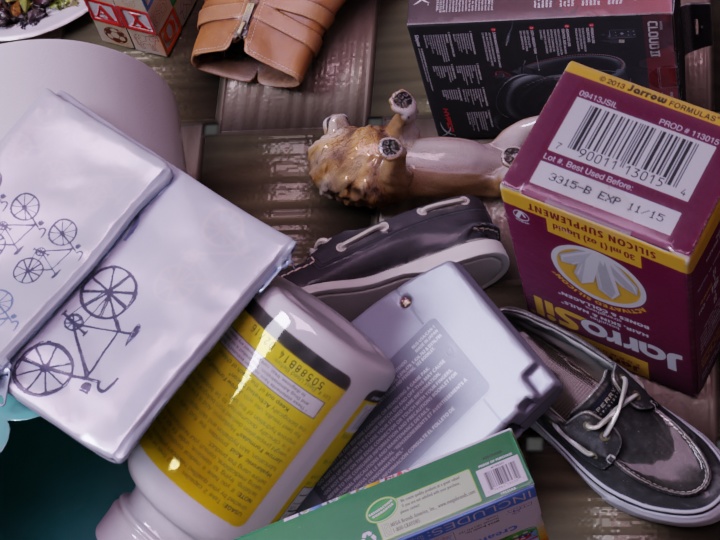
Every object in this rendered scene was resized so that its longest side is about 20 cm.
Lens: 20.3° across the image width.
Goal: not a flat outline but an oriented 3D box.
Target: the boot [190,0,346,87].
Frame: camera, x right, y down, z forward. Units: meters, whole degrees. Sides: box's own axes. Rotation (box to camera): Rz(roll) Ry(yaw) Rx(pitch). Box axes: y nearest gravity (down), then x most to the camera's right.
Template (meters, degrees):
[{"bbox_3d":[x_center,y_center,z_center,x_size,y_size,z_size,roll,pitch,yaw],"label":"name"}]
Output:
[{"bbox_3d":[-0.027,-0.210,1.491,0.200,0.077,0.156,7,62,18],"label":"boot"}]

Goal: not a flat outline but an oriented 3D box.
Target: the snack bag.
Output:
[{"bbox_3d":[-0.169,0.002,1.220,0.200,0.021,0.189,33,68,15],"label":"snack bag"}]

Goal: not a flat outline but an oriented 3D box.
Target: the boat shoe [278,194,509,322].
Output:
[{"bbox_3d":[0.000,0.000,1.375,0.200,0.074,0.060,-19,60,-2],"label":"boat shoe"}]

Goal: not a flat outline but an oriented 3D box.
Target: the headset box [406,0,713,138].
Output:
[{"bbox_3d":[0.143,-0.161,1.390,0.200,0.149,0.075,-1,62,12],"label":"headset box"}]

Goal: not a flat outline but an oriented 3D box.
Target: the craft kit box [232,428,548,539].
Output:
[{"bbox_3d":[0.018,0.186,1.199,0.200,0.198,0.049,-21,57,-1],"label":"craft kit box"}]

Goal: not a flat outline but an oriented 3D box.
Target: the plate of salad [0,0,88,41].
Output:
[{"bbox_3d":[-0.271,-0.271,1.593,0.200,0.048,0.200,-5,61,8],"label":"plate of salad"}]

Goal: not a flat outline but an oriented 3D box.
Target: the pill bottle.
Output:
[{"bbox_3d":[-0.078,0.110,1.272,0.111,0.111,0.200,39,96,27],"label":"pill bottle"}]

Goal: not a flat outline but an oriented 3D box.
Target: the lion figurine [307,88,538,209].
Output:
[{"bbox_3d":[0.063,-0.076,1.398,0.200,0.123,0.073,9,68,-1],"label":"lion figurine"}]

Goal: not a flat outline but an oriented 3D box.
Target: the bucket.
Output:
[{"bbox_3d":[-0.242,0.121,1.291,0.135,0.207,0.207,34,73,27],"label":"bucket"}]

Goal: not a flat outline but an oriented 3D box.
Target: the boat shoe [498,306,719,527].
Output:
[{"bbox_3d":[0.152,0.095,1.293,0.200,0.071,0.072,32,72,25],"label":"boat shoe"}]

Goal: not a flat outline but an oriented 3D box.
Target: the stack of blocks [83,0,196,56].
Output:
[{"bbox_3d":[-0.146,-0.280,1.534,0.058,0.115,0.200,16,65,19],"label":"stack of blocks"}]

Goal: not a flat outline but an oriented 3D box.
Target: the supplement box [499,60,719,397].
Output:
[{"bbox_3d":[0.174,-0.023,1.277,0.131,0.200,0.103,22,69,22],"label":"supplement box"}]

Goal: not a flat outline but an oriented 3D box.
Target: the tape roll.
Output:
[{"bbox_3d":[-0.215,-0.044,1.370,0.202,0.203,0.139,-12,60,5],"label":"tape roll"}]

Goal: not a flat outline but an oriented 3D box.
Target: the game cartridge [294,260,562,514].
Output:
[{"bbox_3d":[0.022,0.096,1.306,0.200,0.040,0.133,-44,64,11],"label":"game cartridge"}]
